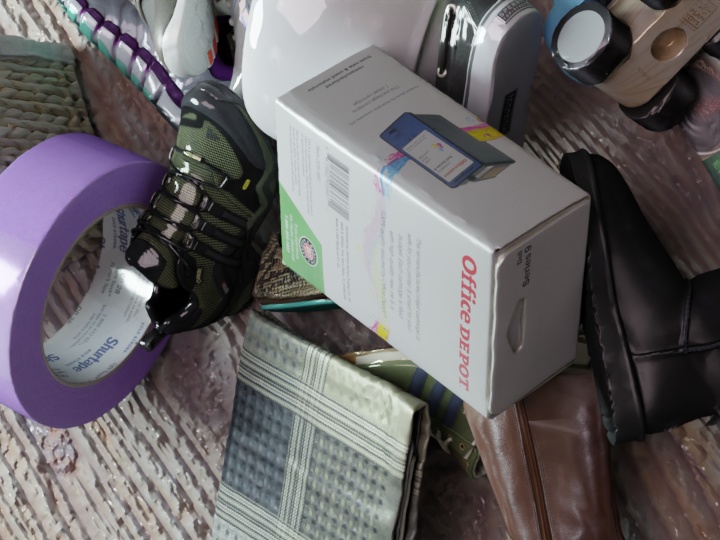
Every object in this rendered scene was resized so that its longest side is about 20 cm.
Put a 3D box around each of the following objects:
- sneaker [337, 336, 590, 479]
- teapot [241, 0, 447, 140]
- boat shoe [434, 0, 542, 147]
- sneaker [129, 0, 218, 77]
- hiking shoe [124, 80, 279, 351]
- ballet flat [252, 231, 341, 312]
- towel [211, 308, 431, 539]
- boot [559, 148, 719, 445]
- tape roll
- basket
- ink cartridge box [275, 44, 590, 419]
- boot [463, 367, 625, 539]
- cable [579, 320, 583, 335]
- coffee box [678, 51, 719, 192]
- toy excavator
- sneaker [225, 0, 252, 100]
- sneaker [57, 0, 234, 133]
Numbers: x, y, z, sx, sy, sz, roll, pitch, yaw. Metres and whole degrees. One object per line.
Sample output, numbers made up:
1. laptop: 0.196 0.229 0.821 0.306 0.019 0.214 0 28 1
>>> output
1. sneaker: 0.065 0.096 1.720 0.199 0.067 0.090 -6 80 27
2. teapot: 0.017 -0.164 1.706 0.145 0.200 0.198 17 78 14
3. boat shoe: 0.070 -0.097 1.662 0.056 0.069 0.201 33 129 27
4. sneaker: -0.147 -0.202 1.812 0.081 0.077 0.201 -9 40 3
5. hiking shoe: -0.114 -0.034 1.772 0.075 0.101 0.201 25 131 28
6. ballet flat: 0.000 0.000 1.744 0.199 0.068 0.076 8 92 47
7. towel: -0.025 0.145 1.748 0.200 0.034 0.194 29 115 46
8. boot: 0.217 0.010 1.591 0.161 0.073 0.199 -12 87 -5
9. tape roll: -0.203 0.007 1.803 0.065 0.200 0.201 24 99 28
10. basket: -0.313 -0.064 1.873 0.198 0.200 0.162 -28 76 26
11. ink cartridge box: 0.043 -0.024 1.595 0.200 0.087 0.146 38 145 34
12. boot: 0.088 0.159 1.665 0.185 0.064 0.201 -11 108 16
13. cable: 0.100 0.006 1.734 0.199 0.050 0.098 -16 88 40
14. coffee box: 0.298 -0.125 1.614 0.200 0.044 0.123 -37 70 23
15. toy excavator: 0.180 -0.222 1.643 0.195 0.100 0.200 -47 45 16
16. sneaker: -0.073 -0.200 1.792 0.086 0.075 0.201 16 90 11
17. sneaker: -0.142 -0.172 1.867 0.088 0.074 0.200 -44 73 0
